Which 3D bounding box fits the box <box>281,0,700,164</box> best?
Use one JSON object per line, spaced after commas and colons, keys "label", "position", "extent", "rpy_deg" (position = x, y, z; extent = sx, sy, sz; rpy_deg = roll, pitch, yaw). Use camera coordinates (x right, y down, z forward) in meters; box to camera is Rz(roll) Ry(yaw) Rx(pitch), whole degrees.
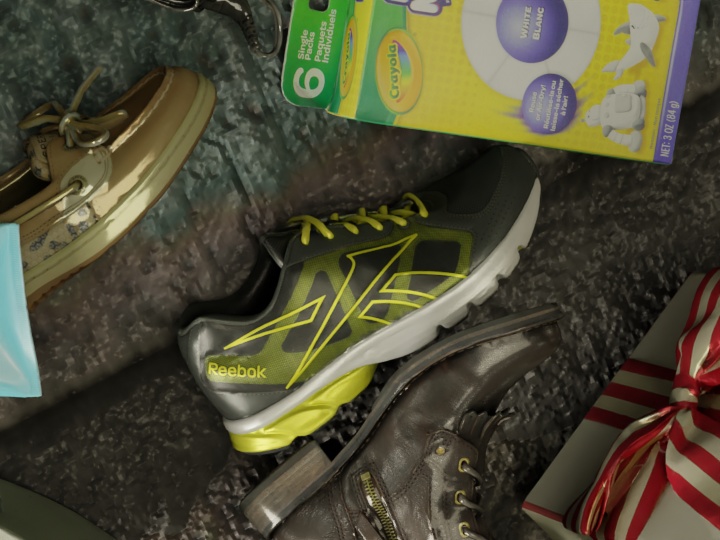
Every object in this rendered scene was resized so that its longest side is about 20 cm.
{"label": "box", "position": [0.065, -0.122, 0.841], "extent": [0.199, 0.048, 0.118], "rpy_deg": [6, 98, -18]}

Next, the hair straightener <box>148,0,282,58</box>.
{"label": "hair straightener", "position": [-0.121, -0.134, 0.757], "extent": [0.200, 0.077, 0.041], "rpy_deg": [21, 91, -21]}

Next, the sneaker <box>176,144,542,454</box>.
{"label": "sneaker", "position": [0.000, 0.000, 0.825], "extent": [0.200, 0.074, 0.085], "rpy_deg": [-42, 110, -7]}

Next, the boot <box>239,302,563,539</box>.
{"label": "boot", "position": [0.055, 0.130, 0.809], "extent": [0.200, 0.069, 0.174], "rpy_deg": [-39, 79, 15]}

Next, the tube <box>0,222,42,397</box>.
{"label": "tube", "position": [-0.238, 0.023, 0.732], "extent": [0.199, 0.050, 0.078], "rpy_deg": [-4, 114, -1]}

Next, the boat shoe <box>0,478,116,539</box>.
{"label": "boat shoe", "position": [-0.179, 0.139, 0.800], "extent": [0.200, 0.070, 0.072], "rpy_deg": [28, 102, -18]}

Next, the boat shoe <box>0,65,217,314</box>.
{"label": "boat shoe", "position": [-0.149, -0.027, 0.770], "extent": [0.200, 0.073, 0.063], "rpy_deg": [-44, 111, -5]}

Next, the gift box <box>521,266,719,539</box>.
{"label": "gift box", "position": [0.218, 0.104, 0.850], "extent": [0.187, 0.200, 0.185], "rpy_deg": [43, 71, -21]}
